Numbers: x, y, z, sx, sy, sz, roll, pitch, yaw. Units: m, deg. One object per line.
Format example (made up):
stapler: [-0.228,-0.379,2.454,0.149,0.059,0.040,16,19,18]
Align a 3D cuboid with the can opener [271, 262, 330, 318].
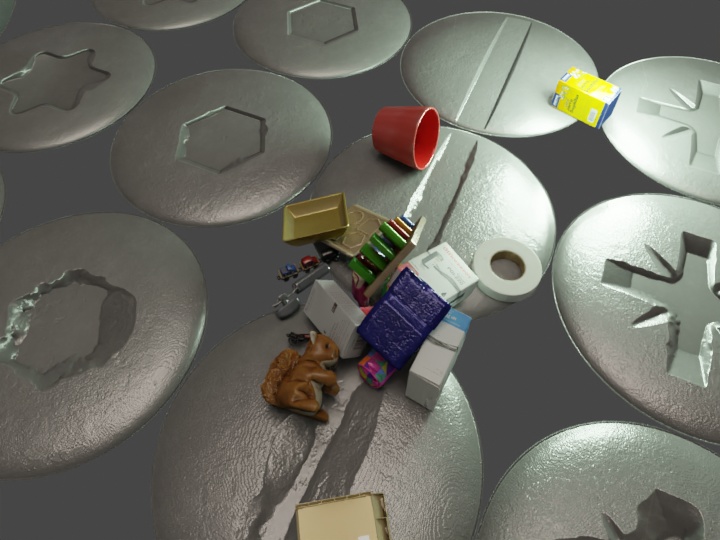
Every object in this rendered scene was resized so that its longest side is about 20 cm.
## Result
can opener: [-0.160,0.058,1.502,0.198,0.053,0.068,-35,93,-23]

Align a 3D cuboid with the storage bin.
storage bin: [-0.031,0.576,1.098,0.192,0.095,0.204,-7,54,-6]

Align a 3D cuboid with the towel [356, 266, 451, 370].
towel: [0.101,0.114,1.278,0.147,0.050,0.201,40,88,11]

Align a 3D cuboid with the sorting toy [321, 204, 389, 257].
sorting toy: [-0.019,-0.115,1.599,0.198,0.037,0.183,-36,43,-26]

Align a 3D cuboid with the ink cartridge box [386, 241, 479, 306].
ink cartridge box: [0.190,0.032,1.403,0.197,0.086,0.146,-25,65,-37]

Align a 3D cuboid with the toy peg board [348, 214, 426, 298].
toy peg board: [0.066,-0.065,1.432,0.097,0.201,0.200,40,28,-5]

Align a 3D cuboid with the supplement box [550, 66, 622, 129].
supplement box: [0.800,-0.615,1.924,0.198,0.111,0.109,36,62,24]

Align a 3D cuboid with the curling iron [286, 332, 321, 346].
curling iron: [-0.098,0.182,1.414,0.193,0.026,0.050,4,23,-9]

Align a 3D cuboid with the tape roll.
tape roll: [0.414,-0.005,1.540,0.196,0.038,0.208,-1,55,1]

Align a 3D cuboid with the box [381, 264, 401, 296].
box: [0.160,0.052,1.496,0.194,0.049,0.120,13,56,6]

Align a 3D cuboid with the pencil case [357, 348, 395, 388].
pencil case: [0.082,0.205,1.367,0.088,0.089,0.199,38,65,25]

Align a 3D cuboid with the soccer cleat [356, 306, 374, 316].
soccer cleat: [0.029,0.117,1.390,0.068,0.075,0.198,-37,30,-22]

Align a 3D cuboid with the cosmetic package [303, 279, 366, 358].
cosmetic package: [-0.060,0.120,1.383,0.073,0.104,0.199,3,29,-44]

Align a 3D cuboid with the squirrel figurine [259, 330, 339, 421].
squirrel figurine: [-0.141,0.240,1.296,0.194,0.142,0.192,7,67,20]

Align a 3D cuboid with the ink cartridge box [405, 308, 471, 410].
ink cartridge box: [0.189,0.213,1.319,0.084,0.148,0.202,25,58,16]

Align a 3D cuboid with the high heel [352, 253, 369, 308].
high heel: [0.000,0.000,1.500,0.065,0.097,0.205,-2,55,9]

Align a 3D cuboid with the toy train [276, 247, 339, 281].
toy train: [-0.149,-0.019,1.548,0.195,0.046,0.034,-23,57,-15]

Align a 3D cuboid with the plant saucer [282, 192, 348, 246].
plant saucer: [-0.130,-0.143,1.599,0.194,0.049,0.202,-12,36,2]

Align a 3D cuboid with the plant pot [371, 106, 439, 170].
plant pot: [0.143,-0.448,1.770,0.173,0.203,0.202,20,56,26]
